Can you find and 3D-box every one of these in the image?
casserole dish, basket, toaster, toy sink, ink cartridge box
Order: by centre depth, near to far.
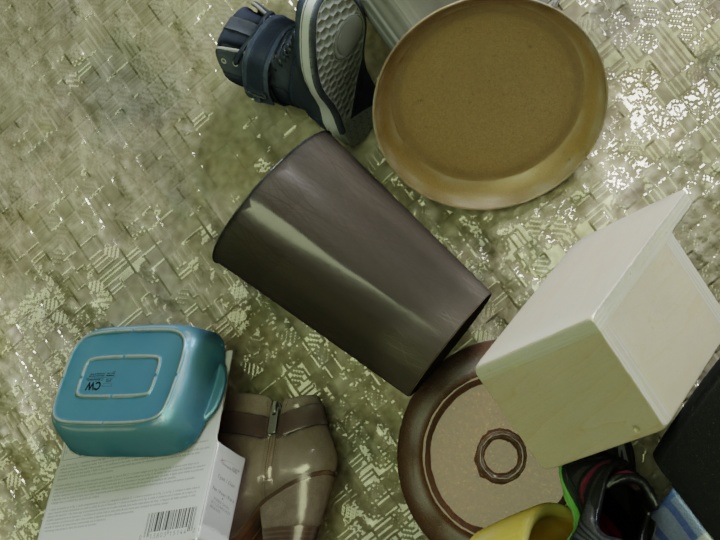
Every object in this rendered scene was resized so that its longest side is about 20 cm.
[{"bbox_3d":[0.207,0.049,1.342,0.130,0.200,0.113,-27,104,43],"label":"toy sink"},{"bbox_3d":[0.074,-0.243,1.422,0.199,0.114,0.130,-32,117,9],"label":"toaster"},{"bbox_3d":[0.000,0.000,1.423,0.200,0.180,0.137,40,119,8],"label":"basket"},{"bbox_3d":[-0.202,0.100,1.482,0.198,0.039,0.122,-5,60,39],"label":"casserole dish"},{"bbox_3d":[-0.188,0.172,1.482,0.198,0.045,0.178,-13,54,35],"label":"ink cartridge box"}]

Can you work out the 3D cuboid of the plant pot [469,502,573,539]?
[{"bbox_3d":[0.107,0.311,1.345,0.188,0.200,0.203,-27,77,29],"label":"plant pot"}]

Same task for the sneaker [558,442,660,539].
[{"bbox_3d":[0.201,0.180,1.315,0.076,0.201,0.084,32,122,-15],"label":"sneaker"}]

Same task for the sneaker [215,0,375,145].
[{"bbox_3d":[-0.065,-0.198,1.439,0.145,0.203,0.077,33,70,20],"label":"sneaker"}]

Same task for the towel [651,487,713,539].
[{"bbox_3d":[0.276,0.278,1.322,0.024,0.147,0.201,-26,73,-23],"label":"towel"}]

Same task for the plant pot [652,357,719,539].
[{"bbox_3d":[0.342,0.137,1.290,0.177,0.200,0.200,-42,75,18],"label":"plant pot"}]

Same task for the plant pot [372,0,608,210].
[{"bbox_3d":[0.107,-0.143,1.411,0.197,0.028,0.202,-3,124,-4],"label":"plant pot"}]

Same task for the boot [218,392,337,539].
[{"bbox_3d":[-0.111,0.183,1.484,0.198,0.070,0.148,-5,75,19],"label":"boot"}]

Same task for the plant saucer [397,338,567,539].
[{"bbox_3d":[0.122,0.157,1.428,0.198,0.037,0.203,-2,83,16],"label":"plant saucer"}]
